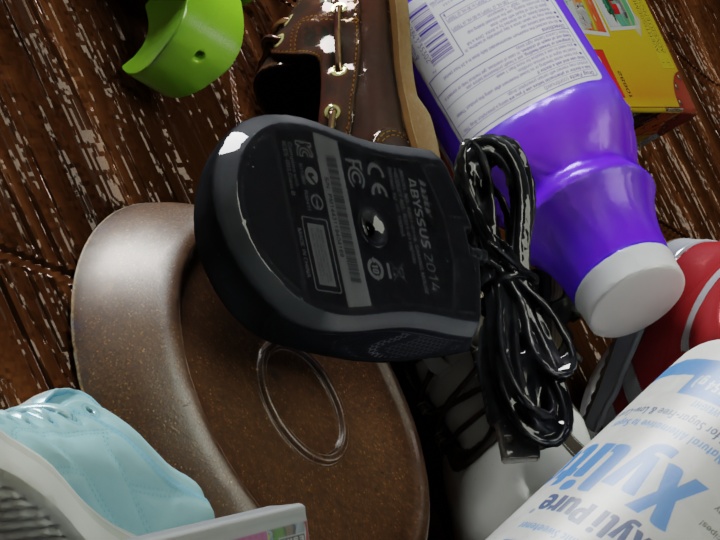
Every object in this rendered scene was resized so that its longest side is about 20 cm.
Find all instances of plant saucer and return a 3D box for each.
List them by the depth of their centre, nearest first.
[{"bbox_3d":[-0.033,0.057,1.164,0.200,0.034,0.201,39,35,-34],"label":"plant saucer"}]

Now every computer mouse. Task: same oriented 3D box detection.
[{"bbox_3d":[0.000,0.000,1.171,0.199,0.053,0.139,15,60,-46],"label":"computer mouse"}]

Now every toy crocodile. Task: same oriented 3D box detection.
[{"bbox_3d":[-0.091,-0.164,1.259,0.067,0.062,0.201,18,45,-52],"label":"toy crocodile"}]

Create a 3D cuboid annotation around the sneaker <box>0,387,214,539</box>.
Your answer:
[{"bbox_3d":[-0.113,0.071,0.981,0.200,0.074,0.082,42,26,-51],"label":"sneaker"}]

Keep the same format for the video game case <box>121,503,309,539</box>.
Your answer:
[{"bbox_3d":[-0.047,0.183,0.962,0.143,0.018,0.202,-6,89,-61],"label":"video game case"}]

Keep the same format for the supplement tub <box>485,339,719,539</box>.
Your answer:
[{"bbox_3d":[0.109,0.132,1.132,0.200,0.132,0.132,-40,101,-27],"label":"supplement tub"}]

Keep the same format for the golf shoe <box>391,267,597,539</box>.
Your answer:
[{"bbox_3d":[0.047,0.056,1.267,0.094,0.078,0.201,38,24,-27],"label":"golf shoe"}]

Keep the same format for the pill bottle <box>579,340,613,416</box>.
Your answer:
[{"bbox_3d":[0.204,0.103,1.438,0.200,0.112,0.113,39,34,-36],"label":"pill bottle"}]

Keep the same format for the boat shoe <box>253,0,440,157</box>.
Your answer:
[{"bbox_3d":[-0.011,-0.082,1.298,0.070,0.071,0.201,1,45,-13],"label":"boat shoe"}]

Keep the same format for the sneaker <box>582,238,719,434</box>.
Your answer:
[{"bbox_3d":[0.147,0.080,1.283,0.071,0.112,0.201,23,78,-30],"label":"sneaker"}]

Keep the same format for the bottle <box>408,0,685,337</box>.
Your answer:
[{"bbox_3d":[0.079,-0.060,1.328,0.201,0.083,0.065,61,-2,32],"label":"bottle"}]

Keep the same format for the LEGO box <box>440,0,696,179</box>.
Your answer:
[{"bbox_3d":[0.069,-0.147,1.485,0.149,0.077,0.201,-5,68,-61],"label":"LEGO box"}]
